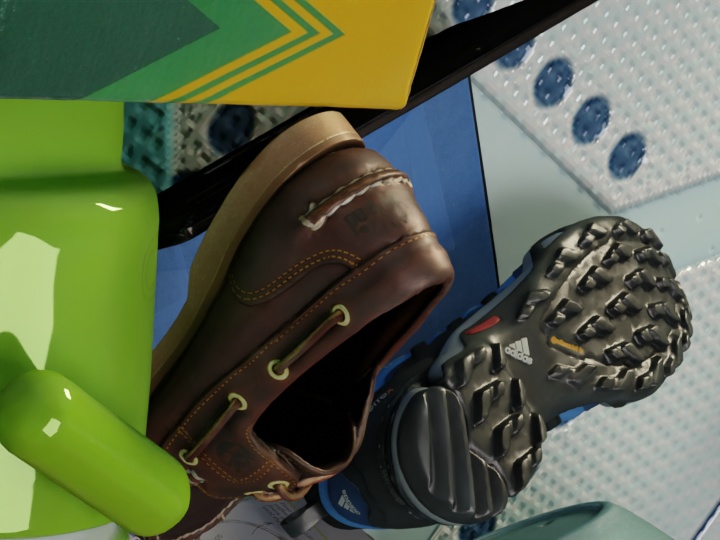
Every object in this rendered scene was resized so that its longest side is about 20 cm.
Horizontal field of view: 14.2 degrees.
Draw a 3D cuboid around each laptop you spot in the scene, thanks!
[{"bbox_3d":[0.000,0.000,1.007,0.187,0.200,0.116,-32,98,-24],"label":"laptop"}]

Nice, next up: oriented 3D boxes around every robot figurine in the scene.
[{"bbox_3d":[-0.122,0.031,0.874,0.115,0.175,0.201,-7,107,-50],"label":"robot figurine"}]

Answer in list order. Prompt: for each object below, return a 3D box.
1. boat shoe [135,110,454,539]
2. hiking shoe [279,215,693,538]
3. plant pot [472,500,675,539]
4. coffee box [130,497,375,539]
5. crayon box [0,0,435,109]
[{"bbox_3d":[-0.030,0.038,0.914,0.070,0.070,0.200,-31,161,-36],"label":"boat shoe"},{"bbox_3d":[0.051,0.036,1.095,0.200,0.086,0.075,-31,100,-48],"label":"hiking shoe"},{"bbox_3d":[0.082,0.171,1.149,0.199,0.200,0.136,-22,93,-31],"label":"plant pot"},{"bbox_3d":[-0.083,0.154,1.034,0.199,0.080,0.114,-4,127,-40],"label":"coffee box"},{"bbox_3d":[-0.066,-0.096,0.876,0.199,0.126,0.052,-2,116,-41],"label":"crayon box"}]
